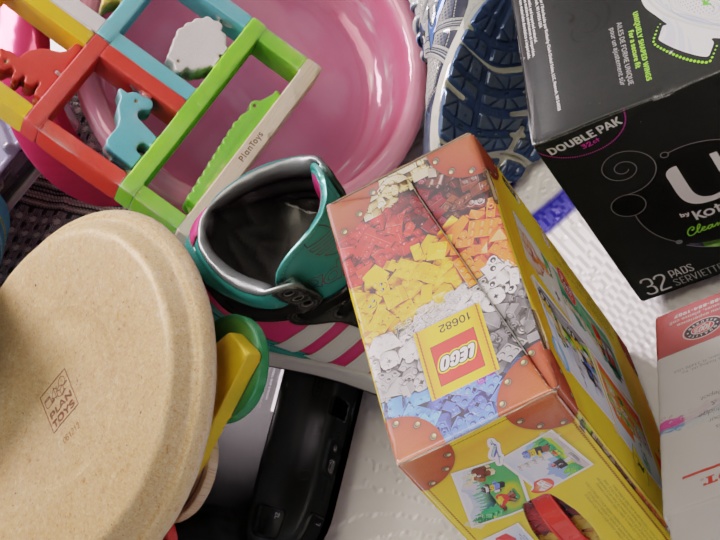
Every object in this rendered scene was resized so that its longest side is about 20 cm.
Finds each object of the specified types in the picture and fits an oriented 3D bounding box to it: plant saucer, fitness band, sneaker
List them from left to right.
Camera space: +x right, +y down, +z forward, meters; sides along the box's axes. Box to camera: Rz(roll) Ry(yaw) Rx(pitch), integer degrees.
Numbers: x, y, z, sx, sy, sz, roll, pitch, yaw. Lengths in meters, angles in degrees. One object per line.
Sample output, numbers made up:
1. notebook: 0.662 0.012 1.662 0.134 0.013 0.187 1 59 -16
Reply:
1. fitness band: -0.157 -0.131 1.322 0.037 0.144 0.201 -16 58 22
2. plant saucer: -0.063 -0.109 1.296 0.199 0.051 0.202 5 66 -12
3. sneaker: 0.000 0.000 1.164 0.198 0.121 0.084 7 63 10
4. sneaker: 0.067 -0.130 1.281 0.085 0.077 0.202 -11 64 60

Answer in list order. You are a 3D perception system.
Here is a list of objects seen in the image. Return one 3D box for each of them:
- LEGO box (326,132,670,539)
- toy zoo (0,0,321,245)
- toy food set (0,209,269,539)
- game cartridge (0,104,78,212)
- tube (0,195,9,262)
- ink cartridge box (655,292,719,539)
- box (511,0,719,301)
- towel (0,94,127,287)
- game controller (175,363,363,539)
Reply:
1. LEGO box: 0.074 0.059 1.059 0.077 0.200 0.150 -26 49 13
2. toy zoo: -0.136 -0.117 1.238 0.199 0.020 0.132 35 63 0
3. toy food set: -0.132 0.070 1.160 0.198 0.048 0.201 43 109 43
4. game cartridge: -0.252 -0.047 1.393 0.200 0.038 0.130 -49 38 11
5. tube: -0.216 0.006 1.240 0.050 0.078 0.200 3 21 -7
6. ink cartridge box: 0.194 0.079 1.014 0.116 0.068 0.200 -21 27 18
7. box: 0.193 -0.100 1.125 0.199 0.149 0.125 -20 50 19
8. towel: -0.171 -0.034 1.379 0.191 0.035 0.201 11 66 36
9. game controller: -0.044 0.065 1.242 0.104 0.042 0.201 -12 53 42
